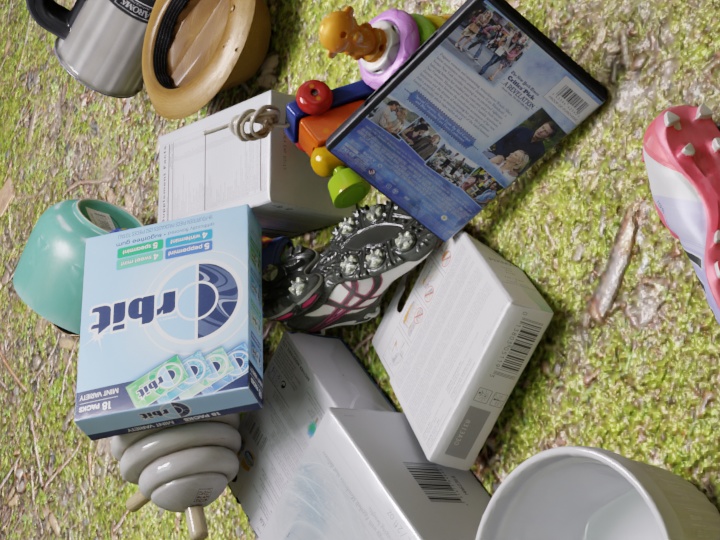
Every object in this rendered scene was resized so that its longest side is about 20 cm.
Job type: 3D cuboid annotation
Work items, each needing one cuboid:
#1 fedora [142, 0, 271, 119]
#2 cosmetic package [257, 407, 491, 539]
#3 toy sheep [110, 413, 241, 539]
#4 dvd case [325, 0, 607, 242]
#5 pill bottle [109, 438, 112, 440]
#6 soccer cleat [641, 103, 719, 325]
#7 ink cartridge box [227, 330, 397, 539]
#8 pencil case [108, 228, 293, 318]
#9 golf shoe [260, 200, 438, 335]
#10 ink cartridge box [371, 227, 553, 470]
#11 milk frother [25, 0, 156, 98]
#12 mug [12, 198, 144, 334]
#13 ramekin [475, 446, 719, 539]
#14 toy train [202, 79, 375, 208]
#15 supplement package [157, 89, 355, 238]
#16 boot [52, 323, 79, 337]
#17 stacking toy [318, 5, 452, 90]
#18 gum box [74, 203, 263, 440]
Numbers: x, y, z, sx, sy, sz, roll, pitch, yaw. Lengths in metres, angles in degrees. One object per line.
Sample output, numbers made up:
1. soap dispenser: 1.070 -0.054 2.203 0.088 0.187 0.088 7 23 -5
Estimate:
1. fedora: -0.157 -0.252 1.632 0.200 0.081 0.203 -17 67 44
2. cosmetic package: 0.017 0.259 1.281 0.200 0.122 0.201 50 122 44
3. toy sheep: -0.175 0.161 1.422 0.138 0.137 0.202 -39 63 39
4. dvd case: 0.086 -0.126 1.247 0.200 0.142 0.018 -42 23 29
5. pill bottle: -0.199 0.118 1.589 0.199 0.104 0.105 -24 64 46
6. soccer cleat: 0.258 -0.027 1.099 0.077 0.066 0.202 107 148 -63
7. ink cartridge box: -0.058 0.178 1.423 0.201 0.076 0.137 -62 39 20
8. pencil case: -0.160 0.003 1.497 0.198 0.078 0.088 4 124 14
9. golf shoe: 0.000 0.000 1.394 0.199 0.088 0.078 -24 48 32
10. ink cartridge box: 0.083 0.053 1.317 0.162 0.050 0.200 -64 23 20
11. milk frother: -0.280 -0.346 1.785 0.189 0.180 0.200 -52 4 30
12. mug: -0.292 -0.003 1.706 0.184 0.152 0.115 31 109 10
13. ramekin: 0.184 0.231 1.092 0.199 0.104 0.203 -13 73 50
14. toy train: -0.032 -0.106 1.371 0.085 0.198 0.117 98 150 -63
15. supplement package: -0.108 -0.096 1.515 0.199 0.109 0.115 -13 73 49
16. boot: -0.351 0.031 1.820 0.200 0.075 0.074 36 112 49
17. stacking toy: 0.040 -0.180 1.277 0.110 0.199 0.117 39 111 47
18. gum box: -0.175 0.046 1.389 0.168 0.045 0.202 -11 56 12
